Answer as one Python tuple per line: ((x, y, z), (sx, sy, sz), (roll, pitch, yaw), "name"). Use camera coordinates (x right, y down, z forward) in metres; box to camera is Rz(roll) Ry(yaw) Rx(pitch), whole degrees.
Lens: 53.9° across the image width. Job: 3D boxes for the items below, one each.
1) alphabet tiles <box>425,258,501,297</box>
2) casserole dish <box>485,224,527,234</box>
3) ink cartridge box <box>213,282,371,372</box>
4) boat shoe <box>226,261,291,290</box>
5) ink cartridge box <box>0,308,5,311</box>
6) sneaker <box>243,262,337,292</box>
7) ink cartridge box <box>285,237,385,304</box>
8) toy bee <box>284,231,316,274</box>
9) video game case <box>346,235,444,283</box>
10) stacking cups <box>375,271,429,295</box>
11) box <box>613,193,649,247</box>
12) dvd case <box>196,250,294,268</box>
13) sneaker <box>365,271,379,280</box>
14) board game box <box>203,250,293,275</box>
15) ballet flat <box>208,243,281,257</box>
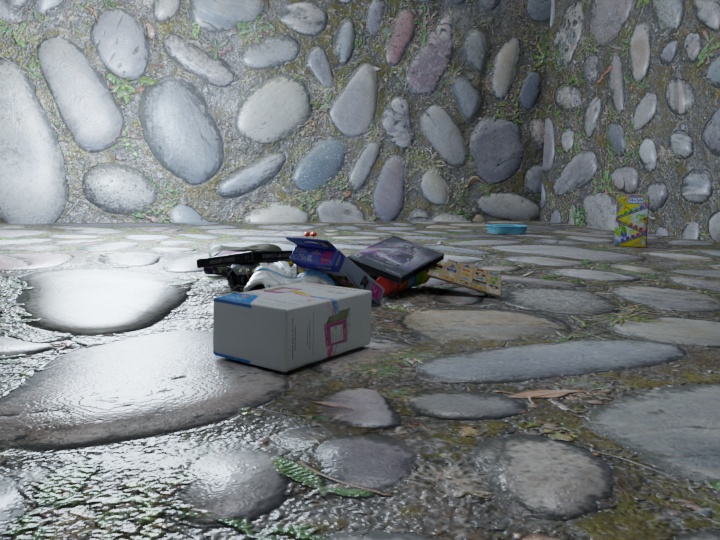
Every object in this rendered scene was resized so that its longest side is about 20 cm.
((0.221, 0.006, 1.591), (0.195, 0.008, 0.167), (17, 19, 7), "alphabet tiles")
((0.658, -0.186, 3.190), (0.194, 0.040, 0.121), (1, 8, -11), "casserole dish")
((-0.093, 0.073, 1.013), (0.142, 0.087, 0.198), (6, 8, 34), "ink cartridge box")
((-0.211, 0.020, 1.466), (0.089, 0.073, 0.199), (-4, 2, -28), "boat shoe")
((-0.730, 0.035, 1.241), (0.195, 0.069, 0.115), (5, 8, 28), "ink cartridge box")
((-0.133, 0.045, 1.333), (0.195, 0.077, 0.087), (6, 31, 25), "sneaker")
((-0.052, 0.001, 1.363), (0.117, 0.043, 0.200), (9, -24, 41), "ink cartridge box")
((-0.131, -0.037, 1.721), (0.127, 0.112, 0.199), (-3, 9, -19), "toy bee")
((0.079, -0.027, 1.558), (0.140, 0.019, 0.199), (21, 27, 28), "video game case")
((0.089, 0.014, 1.567), (0.059, 0.062, 0.198), (6, 10, 30), "stacking cups")
((1.067, -0.200, 2.781), (0.119, 0.199, 0.199), (4, 8, 22), "box")
((-0.250, -0.026, 1.586), (0.197, 0.026, 0.148), (-6, -2, 41), "dvd case")
((0.000, 0.000, 1.605), (0.196, 0.076, 0.079), (-3, 7, -33), "sneaker")
((-0.275, -0.015, 1.754), (0.194, 0.033, 0.120), (4, 24, 15), "board game box")
((-0.303, -0.031, 1.876), (0.194, 0.069, 0.064), (-1, 35, -12), "ballet flat")
